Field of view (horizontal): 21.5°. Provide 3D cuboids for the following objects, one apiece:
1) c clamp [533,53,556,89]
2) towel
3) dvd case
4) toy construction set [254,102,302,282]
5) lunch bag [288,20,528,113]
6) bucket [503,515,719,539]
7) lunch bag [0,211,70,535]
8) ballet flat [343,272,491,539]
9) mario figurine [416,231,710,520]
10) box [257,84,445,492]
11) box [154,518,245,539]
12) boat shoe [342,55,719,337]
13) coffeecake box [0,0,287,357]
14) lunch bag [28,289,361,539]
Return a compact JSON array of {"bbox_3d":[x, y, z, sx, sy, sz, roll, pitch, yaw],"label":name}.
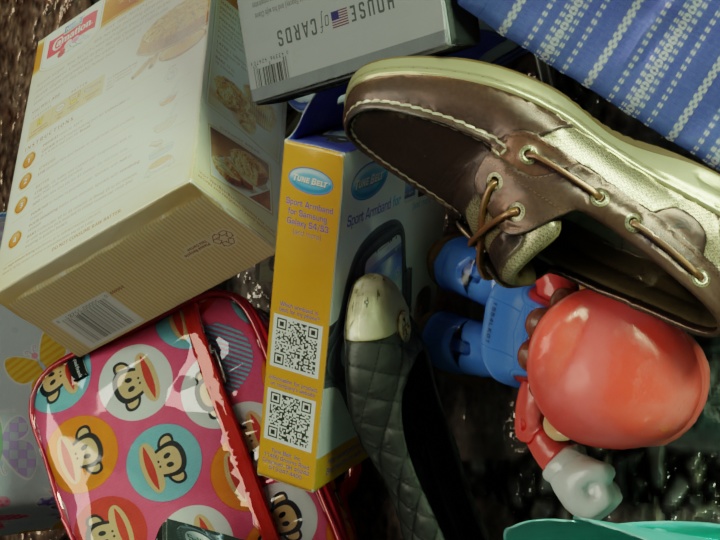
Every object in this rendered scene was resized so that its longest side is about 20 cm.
[{"bbox_3d":[0.147,-0.157,0.797,0.198,0.027,0.172,-16,106,22],"label":"c clamp"},{"bbox_3d":[0.152,-0.119,0.779,0.145,0.199,0.024,-58,-1,26],"label":"towel"},{"bbox_3d":[-0.015,-0.189,0.874,0.150,0.025,0.202,-9,90,51],"label":"dvd case"},{"bbox_3d":[-0.074,-0.058,1.140,0.199,0.092,0.132,31,85,44],"label":"toy construction set"},{"bbox_3d":[0.031,-0.172,1.022,0.199,0.082,0.163,-28,62,47],"label":"lunch bag"},{"bbox_3d":[0.131,0.202,0.776,0.206,0.134,0.210,-11,76,52],"label":"bucket"},{"bbox_3d":[-0.194,0.059,1.207,0.127,0.168,0.202,118,145,-68],"label":"lunch bag"},{"bbox_3d":[0.038,0.093,0.948,0.056,0.066,0.202,-9,108,32],"label":"ballet flat"},{"bbox_3d":[0.106,0.039,0.912,0.200,0.105,0.124,27,142,63],"label":"mario figurine"},{"bbox_3d":[0.000,0.000,0.972,0.041,0.119,0.202,17,112,26],"label":"box"},{"bbox_3d":[-0.062,0.247,1.011,0.044,0.159,0.202,-104,33,-68],"label":"box"},{"bbox_3d":[0.076,-0.028,0.820,0.072,0.198,0.072,106,-169,-57],"label":"boat shoe"},{"bbox_3d":[-0.120,-0.075,1.073,0.153,0.073,0.202,-27,43,30],"label":"coffeecake box"},{"bbox_3d":[-0.079,0.119,1.073,0.175,0.082,0.202,-24,75,5],"label":"lunch bag"}]
